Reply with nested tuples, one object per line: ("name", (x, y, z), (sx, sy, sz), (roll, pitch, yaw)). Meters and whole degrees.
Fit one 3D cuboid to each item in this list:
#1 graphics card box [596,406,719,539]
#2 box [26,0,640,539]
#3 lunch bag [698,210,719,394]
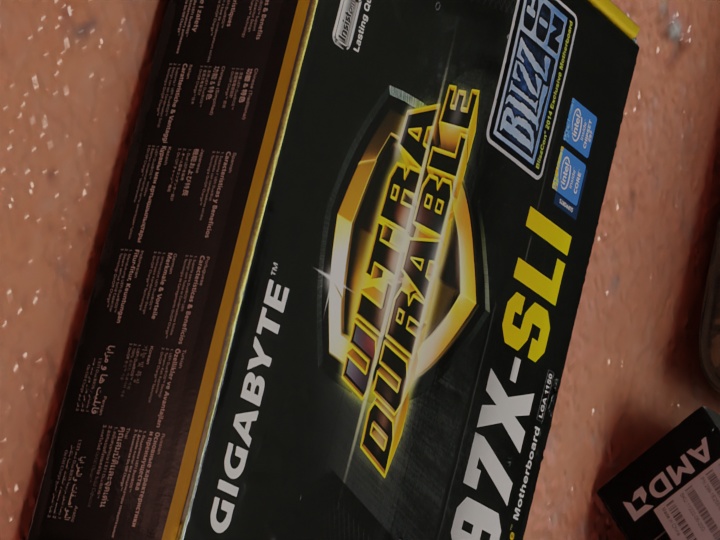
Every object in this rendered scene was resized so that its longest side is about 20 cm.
("graphics card box", (0.164, 0.144, 0.909), (0.051, 0.200, 0.125), (-41, 145, 14))
("box", (0.000, 0.000, 0.752), (0.160, 0.049, 0.201), (33, 67, -56))
("lunch bag", (0.216, -0.014, 0.986), (0.168, 0.139, 0.201), (27, 68, -48))
